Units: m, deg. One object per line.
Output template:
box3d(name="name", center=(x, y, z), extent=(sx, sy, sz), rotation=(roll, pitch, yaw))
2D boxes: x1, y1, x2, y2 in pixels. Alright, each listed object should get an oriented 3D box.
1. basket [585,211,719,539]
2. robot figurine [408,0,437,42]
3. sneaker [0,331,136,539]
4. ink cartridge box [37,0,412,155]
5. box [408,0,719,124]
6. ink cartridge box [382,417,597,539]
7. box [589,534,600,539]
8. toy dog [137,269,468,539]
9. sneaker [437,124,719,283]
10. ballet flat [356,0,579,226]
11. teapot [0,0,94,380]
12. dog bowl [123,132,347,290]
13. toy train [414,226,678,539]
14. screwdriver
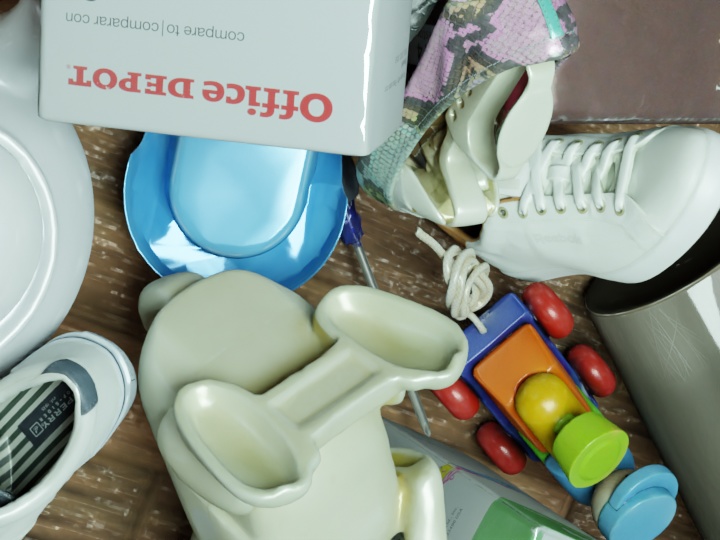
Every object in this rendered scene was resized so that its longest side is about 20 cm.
box3d(name="basket", center=(0.222, 0.073, 1.078), extent=(0.136, 0.180, 0.200), rotation=(-24, 108, 30))
box3d(name="robot figurine", center=(0.017, -0.182, 0.869), extent=(0.200, 0.145, 0.058), rotation=(-48, 151, 21))
box3d(name="sneaker", center=(-0.186, 0.106, 0.885), extent=(0.073, 0.071, 0.200), rotation=(41, 100, 8))
box3d(name="ink cartridge box", center=(-0.051, -0.156, 0.794), extent=(0.144, 0.085, 0.201), rotation=(7, 107, 9))
box3d(name="box", center=(0.147, -0.164, 0.980), extent=(0.199, 0.166, 0.165), rotation=(-2, 102, -22))
box3d(name="ink cartridge box", center=(0.044, 0.177, 0.995), extent=(0.087, 0.200, 0.146), rotation=(26, 90, -28))
box3d(name="box", center=(0.195, 0.224, 1.137), extent=(0.199, 0.070, 0.065), rotation=(30, 90, -25))
box3d(name="toy dog", center=(-0.046, 0.112, 0.932), extent=(0.139, 0.193, 0.201), rotation=(-42, 143, -37))
box3d(name="sneaker", center=(0.102, -0.036, 0.974), extent=(0.084, 0.200, 0.073), rotation=(24, 69, -24))
box3d(name="ballet flat", center=(0.049, -0.065, 0.887), extent=(0.069, 0.200, 0.071), rotation=(-14, 67, -25))
box3d(name="teapot", center=(-0.207, -0.016, 0.879), extent=(0.197, 0.146, 0.201), rotation=(-21, 109, -17))
box3d(name="dog bowl", center=(-0.053, -0.085, 0.965), extent=(0.111, 0.050, 0.201), rotation=(11, 98, -4))
box3d(name="toy train", center=(0.094, 0.065, 1.000), extent=(0.085, 0.116, 0.200), rotation=(-41, 139, 0))
box3d(name="screwdriver", center=(0.000, 0.000, 1.030), extent=(0.028, 0.029, 0.201), rotation=(-36, 116, -46))
